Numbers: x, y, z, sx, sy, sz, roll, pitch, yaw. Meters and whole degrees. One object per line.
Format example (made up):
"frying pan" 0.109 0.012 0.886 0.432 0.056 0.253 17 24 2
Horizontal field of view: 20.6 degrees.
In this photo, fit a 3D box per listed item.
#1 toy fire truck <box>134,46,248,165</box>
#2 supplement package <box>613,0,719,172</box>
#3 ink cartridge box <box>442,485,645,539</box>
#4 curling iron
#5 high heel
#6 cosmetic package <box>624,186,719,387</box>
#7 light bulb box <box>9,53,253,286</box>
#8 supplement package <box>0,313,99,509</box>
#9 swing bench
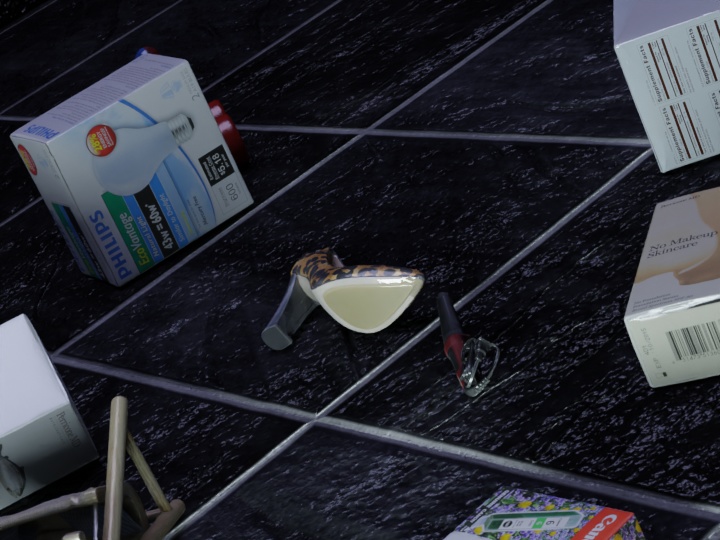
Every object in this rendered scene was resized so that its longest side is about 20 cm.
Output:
"toy fire truck" -0.230 -0.201 2.503 0.112 0.169 0.200 -26 21 -5
"supplement package" 0.369 -0.225 1.974 0.199 0.148 0.191 -18 23 16
"ink cartridge box" 0.139 0.210 1.359 0.109 0.051 0.199 -38 25 -30
"curling iron" 0.092 0.060 1.771 0.050 0.025 0.200 -59 14 12
"high heel" 0.000 0.000 1.940 0.199 0.072 0.143 -19 27 36
"cosmetic package" 0.288 0.007 1.636 0.105 0.071 0.200 -15 24 22
"light bulb box" -0.267 -0.120 2.319 0.200 0.199 0.125 -34 23 -21
"supplement package" -0.368 0.154 1.862 0.199 0.117 0.118 -28 57 -8
"swing bench" -0.272 0.233 1.633 0.198 0.130 0.200 -17 29 16
